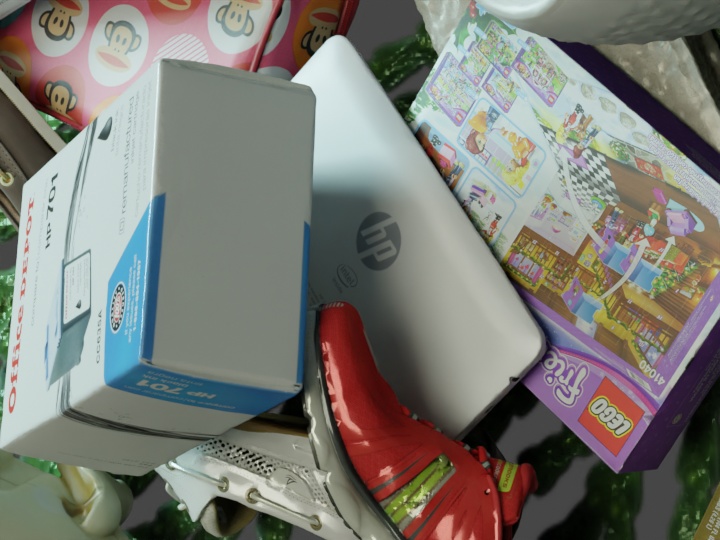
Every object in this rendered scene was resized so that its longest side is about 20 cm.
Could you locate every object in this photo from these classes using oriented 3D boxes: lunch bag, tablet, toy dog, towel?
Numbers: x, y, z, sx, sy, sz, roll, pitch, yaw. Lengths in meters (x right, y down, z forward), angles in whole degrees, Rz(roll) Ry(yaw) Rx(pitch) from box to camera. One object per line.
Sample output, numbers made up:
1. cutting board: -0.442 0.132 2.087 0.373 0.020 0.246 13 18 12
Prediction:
1. lunch bag: -0.098 -0.148 1.331 0.199 0.082 0.177 30 106 35
2. tablet: 0.000 0.000 1.205 0.130 0.014 0.201 -47 61 29
3. toy dog: -0.174 0.160 1.328 0.199 0.194 0.140 33 96 -1
4. towel: 0.106 -0.095 1.201 0.132 0.034 0.201 -34 70 34

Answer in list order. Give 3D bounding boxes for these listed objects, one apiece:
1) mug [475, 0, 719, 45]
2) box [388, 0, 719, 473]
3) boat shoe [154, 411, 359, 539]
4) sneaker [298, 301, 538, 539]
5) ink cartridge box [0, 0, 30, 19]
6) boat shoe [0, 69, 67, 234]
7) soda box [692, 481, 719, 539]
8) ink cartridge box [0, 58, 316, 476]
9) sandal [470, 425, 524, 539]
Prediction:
1. mug: 0.111 -0.194 1.077 0.148 0.175 0.201 -37 78 52
2. box: 0.097 -0.022 1.162 0.200 0.039 0.137 45 115 29
3. boat shoe: -0.073 0.105 1.311 0.199 0.071 0.070 11 93 37
4. sneaker: 0.037 0.099 1.140 0.084 0.077 0.201 -27 88 12
5. ink cartridge box: -0.182 -0.234 1.348 0.198 0.043 0.202 -18 55 57
6. boat shoe: -0.201 -0.067 1.345 0.200 0.072 0.060 44 75 -9
7. soda box: 0.166 0.187 1.126 0.068 0.064 0.201 33 109 33
8. ink cartridge box: -0.099 0.004 1.192 0.200 0.085 0.148 -30 54 58
9. sandal: 0.055 0.131 1.219 0.057 0.080 0.203 -7 74 -4
